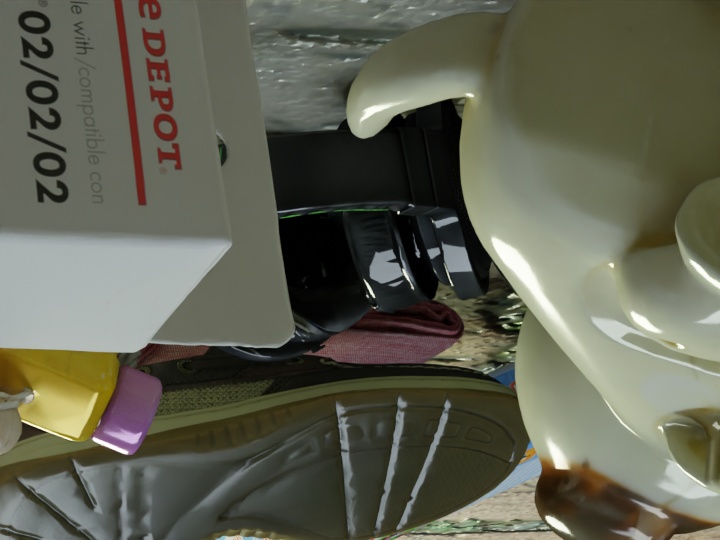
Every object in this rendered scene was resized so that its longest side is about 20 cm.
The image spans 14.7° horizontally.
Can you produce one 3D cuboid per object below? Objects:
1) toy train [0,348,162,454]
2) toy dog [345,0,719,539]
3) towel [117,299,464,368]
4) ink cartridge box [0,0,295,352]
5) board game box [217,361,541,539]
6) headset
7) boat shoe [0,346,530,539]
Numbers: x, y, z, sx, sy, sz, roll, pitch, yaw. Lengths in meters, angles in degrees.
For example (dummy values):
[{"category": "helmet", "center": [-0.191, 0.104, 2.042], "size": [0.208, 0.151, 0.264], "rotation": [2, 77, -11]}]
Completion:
[{"category": "toy train", "center": [-0.127, -0.011, 0.736], "size": [0.150, 0.200, 0.056], "rotation": [11, 120, -35]}, {"category": "toy dog", "center": [0.094, 0.008, 0.797], "size": [0.193, 0.140, 0.200], "rotation": [0, 148, 3]}, {"category": "towel", "center": [-0.074, 0.063, 1.052], "size": [0.144, 0.023, 0.200], "rotation": [6, 144, -46]}, {"category": "ink cartridge box", "center": [-0.101, -0.046, 0.651], "size": [0.200, 0.115, 0.068], "rotation": [2, 155, -26]}, {"category": "board game box", "center": [0.049, 0.070, 1.135], "size": [0.200, 0.037, 0.151], "rotation": [-21, 169, -20]}, {"category": "headset", "center": [0.000, 0.000, 0.886], "size": [0.123, 0.094, 0.200], "rotation": [-19, 166, 39]}, {"category": "boat shoe", "center": [-0.040, 0.054, 0.955], "size": [0.200, 0.066, 0.072], "rotation": [-9, 131, -20]}]
